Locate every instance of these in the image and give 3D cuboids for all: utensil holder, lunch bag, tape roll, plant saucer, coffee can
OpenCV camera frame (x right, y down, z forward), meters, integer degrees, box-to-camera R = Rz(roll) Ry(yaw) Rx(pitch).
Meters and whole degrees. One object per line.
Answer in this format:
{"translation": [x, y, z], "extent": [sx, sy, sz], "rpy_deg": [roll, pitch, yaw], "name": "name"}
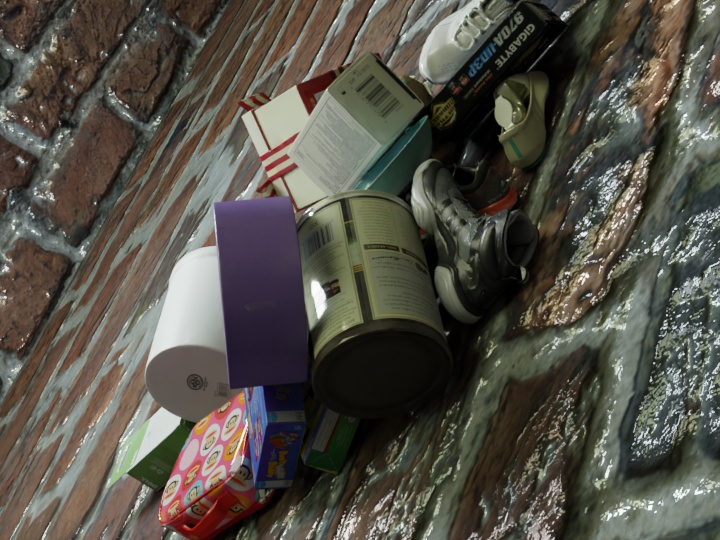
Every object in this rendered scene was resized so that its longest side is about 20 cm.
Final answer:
{"translation": [-0.211, 0.093, 1.847], "extent": [0.170, 0.170, 0.200], "rpy_deg": [-41, 24, 34], "name": "utensil holder"}
{"translation": [-0.169, 0.252, 1.609], "extent": [0.200, 0.082, 0.177], "rpy_deg": [-37, 26, 40], "name": "lunch bag"}
{"translation": [-0.108, 0.023, 1.378], "extent": [0.200, 0.085, 0.201], "rpy_deg": [175, 90, -84], "name": "tape roll"}
{"translation": [0.023, -0.098, 1.528], "extent": [0.200, 0.036, 0.200], "rpy_deg": [-48, 6, 6], "name": "plant saucer"}
{"translation": [0.009, 0.034, 1.378], "extent": [0.146, 0.146, 0.201], "rpy_deg": [-43, 39, 30], "name": "coffee can"}

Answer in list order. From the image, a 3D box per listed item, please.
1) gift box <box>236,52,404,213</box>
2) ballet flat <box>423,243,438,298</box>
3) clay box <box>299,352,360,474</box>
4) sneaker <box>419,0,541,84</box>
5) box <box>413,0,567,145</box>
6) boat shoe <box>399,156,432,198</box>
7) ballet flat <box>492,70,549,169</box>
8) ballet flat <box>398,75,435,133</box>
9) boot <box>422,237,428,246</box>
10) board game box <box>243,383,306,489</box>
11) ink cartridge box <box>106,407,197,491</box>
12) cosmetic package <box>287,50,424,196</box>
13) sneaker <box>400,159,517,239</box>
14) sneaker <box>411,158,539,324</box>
{"translation": [-0.060, -0.194, 1.853], "extent": [0.199, 0.185, 0.187], "rpy_deg": [-21, 1, -33], "name": "gift box"}
{"translation": [0.055, 0.053, 1.491], "extent": [0.200, 0.057, 0.067], "rpy_deg": [-53, 37, 24], "name": "ballet flat"}
{"translation": [-0.044, 0.142, 1.513], "extent": [0.200, 0.047, 0.115], "rpy_deg": [-131, 61, -69], "name": "clay box"}
{"translation": [0.149, -0.314, 1.619], "extent": [0.200, 0.075, 0.087], "rpy_deg": [-45, -2, -3], "name": "sneaker"}
{"translation": [0.164, -0.247, 1.620], "extent": [0.200, 0.046, 0.159], "rpy_deg": [-47, -7, 19], "name": "box"}
{"translation": [0.037, -0.096, 1.693], "extent": [0.073, 0.068, 0.199], "rpy_deg": [-27, 19, 44], "name": "boat shoe"}
{"translation": [0.189, -0.196, 1.545], "extent": [0.069, 0.069, 0.200], "rpy_deg": [-43, 22, 29], "name": "ballet flat"}
{"translation": [0.075, -0.222, 1.731], "extent": [0.068, 0.073, 0.200], "rpy_deg": [-14, -6, 13], "name": "ballet flat"}
{"translation": [0.000, 0.000, 1.569], "extent": [0.200, 0.073, 0.144], "rpy_deg": [-35, 6, 5], "name": "boot"}
{"translation": [-0.104, 0.133, 1.507], "extent": [0.135, 0.045, 0.201], "rpy_deg": [105, 161, -49], "name": "board game box"}
{"translation": [-0.288, 0.255, 1.917], "extent": [0.200, 0.059, 0.104], "rpy_deg": [-42, 22, 33], "name": "ink cartridge box"}
{"translation": [-0.009, -0.177, 1.636], "extent": [0.087, 0.103, 0.200], "rpy_deg": [-46, 1, -25], "name": "cosmetic package"}
{"translation": [0.088, -0.092, 1.513], "extent": [0.199, 0.082, 0.077], "rpy_deg": [-12, 31, 38], "name": "sneaker"}
{"translation": [0.126, -0.050, 1.384], "extent": [0.114, 0.075, 0.201], "rpy_deg": [-32, 56, 30], "name": "sneaker"}
